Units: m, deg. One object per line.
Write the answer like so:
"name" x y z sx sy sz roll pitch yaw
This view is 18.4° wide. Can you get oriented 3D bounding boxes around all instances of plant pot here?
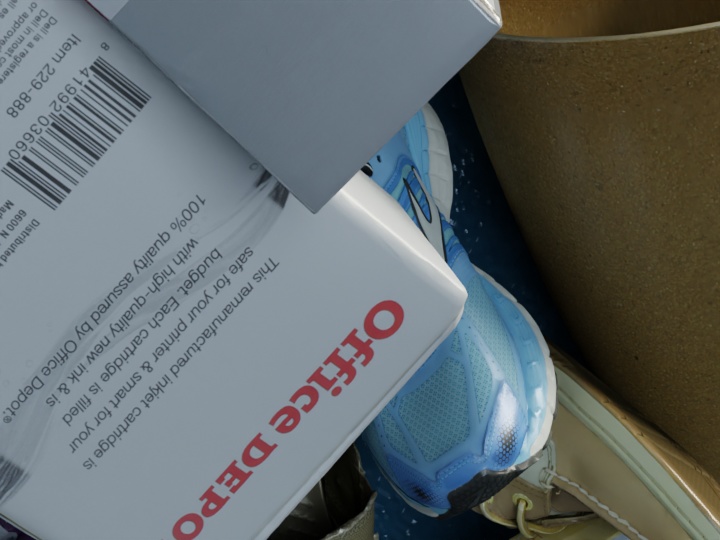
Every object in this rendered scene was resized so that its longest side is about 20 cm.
"plant pot" 0.139 -0.025 0.854 0.186 0.186 0.200 -19 111 -18

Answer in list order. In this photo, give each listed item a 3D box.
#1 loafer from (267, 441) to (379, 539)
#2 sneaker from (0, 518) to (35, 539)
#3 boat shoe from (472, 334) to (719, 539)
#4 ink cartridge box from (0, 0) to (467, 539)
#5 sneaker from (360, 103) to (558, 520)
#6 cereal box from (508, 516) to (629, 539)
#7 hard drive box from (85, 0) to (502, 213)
"loafer" -0.029 0.109 0.840 0.076 0.067 0.201 -16 96 -19
"sneaker" -0.067 0.108 0.784 0.087 0.074 0.200 -40 82 17
"boat shoe" 0.064 0.064 0.827 0.066 0.200 0.074 -52 141 4
"ink cartridge box" -0.090 -0.008 0.679 0.200 0.084 0.146 39 98 -29
"sneaker" 0.000 0.000 0.793 0.078 0.200 0.090 -36 144 17
"cereal box" 0.087 0.193 0.871 0.144 0.040 0.200 -29 117 -17
"hard drive box" -0.039 -0.121 0.671 0.156 0.200 0.077 43 104 -10
